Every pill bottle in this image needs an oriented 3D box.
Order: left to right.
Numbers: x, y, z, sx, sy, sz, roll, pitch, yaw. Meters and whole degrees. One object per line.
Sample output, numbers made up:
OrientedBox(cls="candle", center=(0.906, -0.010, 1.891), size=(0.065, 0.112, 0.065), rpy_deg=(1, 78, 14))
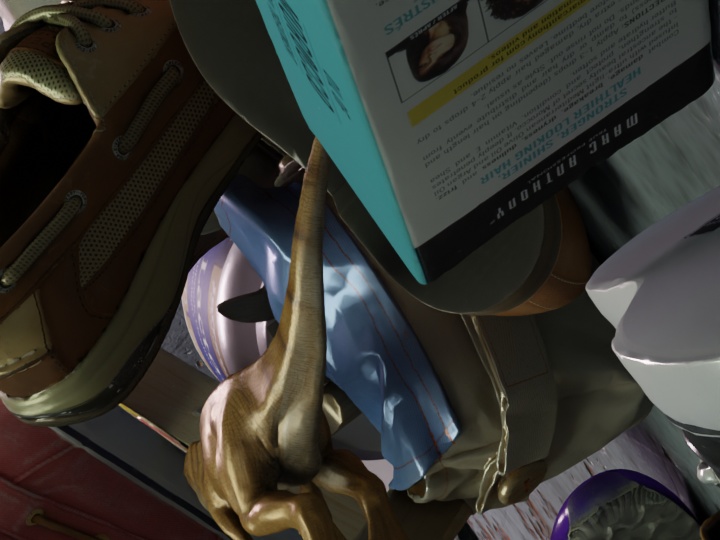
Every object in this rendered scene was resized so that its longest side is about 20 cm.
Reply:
OrientedBox(cls="pill bottle", center=(-0.005, 0.013, 1.137), size=(0.116, 0.116, 0.200), rpy_deg=(55, 174, -9))

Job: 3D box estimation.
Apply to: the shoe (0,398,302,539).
OrientedBox(cls="shoe", center=(-0.081, 0.108, 1.039), size=(0.071, 0.091, 0.200), rpy_deg=(28, 172, 43))

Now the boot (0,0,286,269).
OrientedBox(cls="boot", center=(-0.116, -0.074, 1.041), size=(0.200, 0.097, 0.075), rpy_deg=(36, -175, -6))

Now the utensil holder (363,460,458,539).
OrientedBox(cls="utensil holder", center=(-0.007, 0.226, 2.267), size=(0.170, 0.170, 0.200), rpy_deg=(53, 173, 9))

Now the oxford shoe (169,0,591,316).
OrientedBox(cls="oxford shoe", center=(0.002, -0.062, 0.887), size=(0.200, 0.071, 0.071), rpy_deg=(57, -162, 22))

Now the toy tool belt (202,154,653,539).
OrientedBox(cls="toy tool belt", center=(0.000, 0.000, 0.963), size=(0.200, 0.123, 0.125), rpy_deg=(53, 175, 18))

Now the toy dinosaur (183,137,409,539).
OrientedBox(cls="toy dinosaur", center=(-0.025, 0.050, 0.869), size=(0.106, 0.060, 0.200), rpy_deg=(55, 151, 16))

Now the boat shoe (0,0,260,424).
OrientedBox(cls="boat shoe", center=(-0.079, -0.052, 0.921), size=(0.076, 0.200, 0.074), rpy_deg=(-6, 146, 45))

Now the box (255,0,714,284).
OrientedBox(cls="box", center=(0.020, -0.070, 0.560), size=(0.049, 0.082, 0.200), rpy_deg=(53, 175, 21))

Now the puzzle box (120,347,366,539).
OrientedBox(cls="puzzle box", center=(-0.032, 0.076, 1.084), size=(0.133, 0.025, 0.200), rpy_deg=(28, 172, 45))

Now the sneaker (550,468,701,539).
OrientedBox(cls="sneaker", center=(0.106, 0.131, 1.158), size=(0.100, 0.069, 0.200), rpy_deg=(53, 175, 44))

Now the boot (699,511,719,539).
OrientedBox(cls="boot", center=(0.151, 0.162, 0.962), size=(0.200, 0.068, 0.188), rpy_deg=(58, 174, -30))

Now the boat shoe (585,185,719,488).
OrientedBox(cls="boat shoe", center=(0.089, 0.020, 0.570), size=(0.068, 0.072, 0.200), rpy_deg=(56, 177, -2))
